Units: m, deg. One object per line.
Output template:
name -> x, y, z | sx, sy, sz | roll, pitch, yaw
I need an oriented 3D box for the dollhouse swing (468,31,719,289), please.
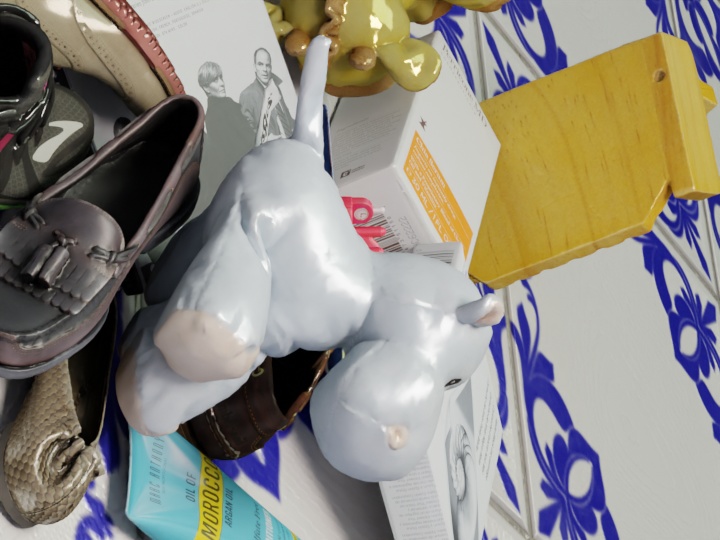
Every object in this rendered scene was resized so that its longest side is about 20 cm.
dollhouse swing -> 0.167, -0.058, 1.957 | 0.176, 0.199, 0.183 | 39, 37, -53

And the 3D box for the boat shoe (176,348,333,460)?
boat shoe -> -0.047, 0.049, 1.531 | 0.071, 0.070, 0.200 | 61, 22, -17

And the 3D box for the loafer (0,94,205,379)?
loafer -> -0.135, -0.024, 1.337 | 0.072, 0.063, 0.200 | 30, 39, 7

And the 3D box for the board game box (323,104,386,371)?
board game box -> 0.000, 0.000, 1.619 | 0.158, 0.039, 0.201 | 94, -8, -54

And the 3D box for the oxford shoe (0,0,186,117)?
oxford shoe -> -0.164, -0.131, 1.397 | 0.200, 0.075, 0.070 | 46, -1, -34

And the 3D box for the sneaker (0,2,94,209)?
sneaker -> -0.175, -0.081, 1.317 | 0.200, 0.083, 0.077 | 20, 53, -67

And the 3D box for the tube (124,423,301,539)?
tube -> -0.063, 0.148, 1.445 | 0.200, 0.050, 0.078 | 44, 25, -37

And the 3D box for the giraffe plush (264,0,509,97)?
giraffe plush -> 0.006, -0.183, 1.774 | 0.200, 0.171, 0.163 | 49, 46, -49

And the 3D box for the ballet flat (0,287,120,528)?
ballet flat -> -0.139, 0.044, 1.345 | 0.068, 0.046, 0.201 | 55, 26, -33

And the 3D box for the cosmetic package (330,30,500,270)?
cosmetic package -> 0.031, -0.065, 1.813 | 0.102, 0.071, 0.200 | 59, 23, -23

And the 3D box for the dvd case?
dvd case -> -0.103, -0.106, 1.491 | 0.150, 0.025, 0.201 | -27, 101, -40

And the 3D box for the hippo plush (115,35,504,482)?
hippo plush -> -0.021, 0.024, 1.400 | 0.160, 0.159, 0.201 | 30, 66, -11

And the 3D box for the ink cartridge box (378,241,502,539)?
ink cartridge box -> 0.052, 0.117, 1.671 | 0.200, 0.040, 0.201 | -73, 154, -58
